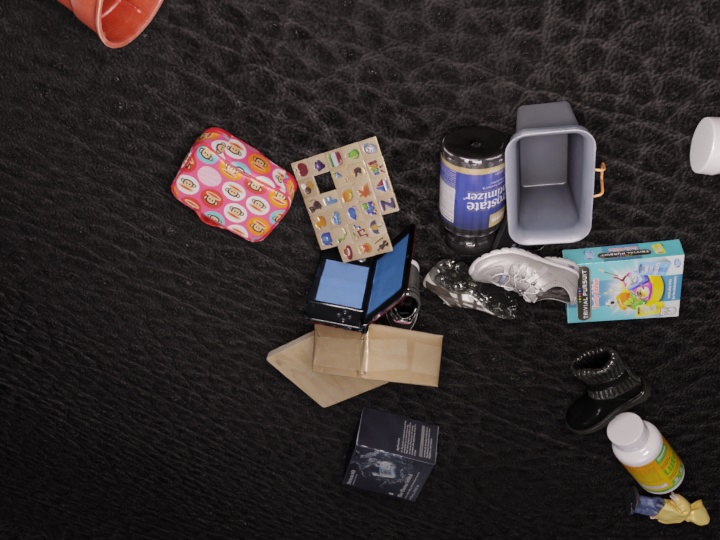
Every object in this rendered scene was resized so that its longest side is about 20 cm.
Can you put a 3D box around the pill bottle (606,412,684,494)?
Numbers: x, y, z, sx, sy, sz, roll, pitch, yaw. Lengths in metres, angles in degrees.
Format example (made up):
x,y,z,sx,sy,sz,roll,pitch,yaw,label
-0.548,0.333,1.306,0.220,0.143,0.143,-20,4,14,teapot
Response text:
x,y,z,sx,sy,sz,roll,pitch,yaw,label
0.643,0.411,1.464,0.111,0.111,0.200,-27,122,30,pill bottle

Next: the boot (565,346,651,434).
x,y,z,sx,sy,sz,roll,pitch,yaw,label
0.490,0.254,1.372,0.158,0.080,0.211,33,119,-27,boot

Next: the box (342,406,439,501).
x,y,z,sx,sy,sz,roll,pitch,yaw,label
0.073,0.465,1.622,0.199,0.118,0.197,15,133,-1,box

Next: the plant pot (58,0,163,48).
x,y,z,sx,sy,sz,roll,pitch,yaw,label
-0.374,-0.440,0.858,0.195,0.201,0.201,31,131,-6,plant pot

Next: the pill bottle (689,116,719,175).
x,y,z,sx,sy,sz,roll,pitch,yaw,label
0.602,-0.175,0.945,0.199,0.113,0.113,5,132,5,pill bottle

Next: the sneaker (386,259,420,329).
x,y,z,sx,sy,sz,roll,pitch,yaw,label
0.082,0.081,1.287,0.070,0.099,0.201,6,134,3,sneaker

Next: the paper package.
x,y,z,sx,sy,sz,roll,pitch,yaw,label
0.031,0.163,1.266,0.199,0.104,0.190,12,170,-36,paper package

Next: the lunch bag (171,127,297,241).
x,y,z,sx,sy,sz,roll,pitch,yaw,label
-0.232,-0.140,1.160,0.200,0.082,0.176,32,130,-18,lunch bag

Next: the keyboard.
x,y,z,sx,sy,sz,roll,pitch,yaw,label
0.289,-0.038,1.162,0.126,0.021,0.201,0,130,-19,keyboard

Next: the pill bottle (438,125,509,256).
x,y,z,sx,sy,sz,roll,pitch,yaw,label
0.186,-0.127,1.071,0.111,0.112,0.201,3,132,9,pill bottle

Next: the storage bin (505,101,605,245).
x,y,z,sx,sy,sz,roll,pitch,yaw,label
0.299,-0.162,1.002,0.145,0.135,0.201,-3,132,13,storage bin

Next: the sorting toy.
x,y,z,sx,sy,sz,roll,pitch,yaw,label
-0.067,0.197,1.440,0.198,0.070,0.200,-27,121,30,sorting toy

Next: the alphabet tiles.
x,y,z,sx,sy,sz,roll,pitch,yaw,label
-0.017,-0.117,1.140,0.166,0.008,0.201,-13,105,21,alphabet tiles

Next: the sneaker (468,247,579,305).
x,y,z,sx,sy,sz,roll,pitch,yaw,label
0.287,0.015,1.115,0.199,0.082,0.075,5,147,-3,sneaker

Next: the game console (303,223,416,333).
x,y,z,sx,sy,sz,roll,pitch,yaw,label
0.000,0.000,1.161,0.171,0.201,0.119,11,132,1,game console

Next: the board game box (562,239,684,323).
x,y,z,sx,sy,sz,roll,pitch,yaw,label
0.481,0.024,1.192,0.199,0.047,0.151,-6,130,16,board game box

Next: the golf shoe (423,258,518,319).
x,y,z,sx,sy,sz,roll,pitch,yaw,label
0.214,0.041,1.256,0.199,0.078,0.094,28,153,-16,golf shoe

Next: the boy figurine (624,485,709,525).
x,y,z,sx,sy,sz,roll,pitch,yaw,label
0.787,0.600,1.639,0.199,0.065,0.125,7,132,4,boy figurine
